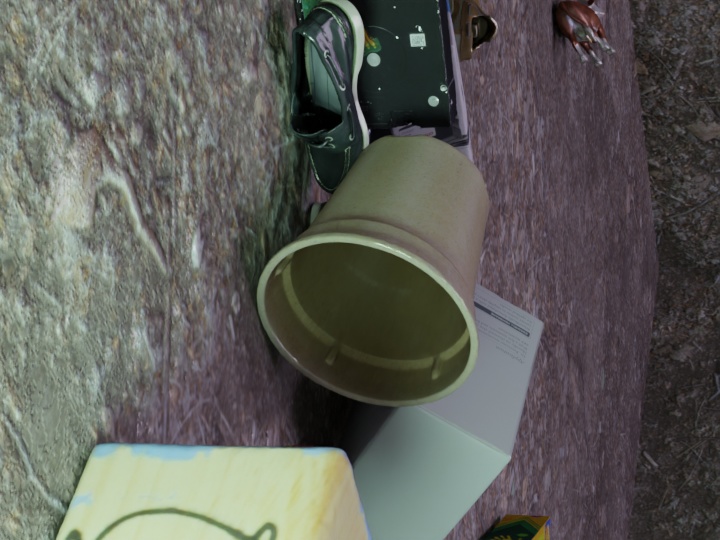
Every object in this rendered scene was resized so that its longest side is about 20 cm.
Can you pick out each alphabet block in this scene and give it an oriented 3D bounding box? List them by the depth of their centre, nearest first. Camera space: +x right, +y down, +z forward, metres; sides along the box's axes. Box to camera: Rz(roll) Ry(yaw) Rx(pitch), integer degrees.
[{"bbox_3d":[-0.099,0.253,1.187,0.201,0.193,0.198,-75,156,-45],"label":"alphabet block"}]

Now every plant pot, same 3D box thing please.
[{"bbox_3d":[0.031,-0.014,1.583,0.184,0.198,0.202,-66,152,-43],"label":"plant pot"}]

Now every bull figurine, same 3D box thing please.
[{"bbox_3d":[0.384,-0.413,3.044,0.122,0.065,0.200,59,23,8],"label":"bull figurine"}]

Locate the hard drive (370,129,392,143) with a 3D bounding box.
[{"bbox_3d":[0.033,-0.039,1.840,0.140,0.033,0.202,-106,-174,-61],"label":"hard drive"}]

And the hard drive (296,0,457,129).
[{"bbox_3d":[0.013,-0.230,1.653,0.038,0.138,0.202,-62,148,-59],"label":"hard drive"}]

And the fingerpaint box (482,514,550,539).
[{"bbox_3d":[0.218,0.460,2.507,0.167,0.073,0.202,-20,110,-72],"label":"fingerpaint box"}]

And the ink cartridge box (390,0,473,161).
[{"bbox_3d":[0.069,-0.184,1.898,0.145,0.083,0.201,-93,173,-53],"label":"ink cartridge box"}]

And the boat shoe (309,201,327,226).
[{"bbox_3d":[0.000,0.000,1.760,0.200,0.056,0.067,66,29,-55],"label":"boat shoe"}]

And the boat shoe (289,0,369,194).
[{"bbox_3d":[-0.036,-0.147,1.621,0.066,0.074,0.201,-35,144,-39],"label":"boat shoe"}]

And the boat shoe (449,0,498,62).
[{"bbox_3d":[0.132,-0.294,2.176,0.200,0.075,0.072,-65,151,-56],"label":"boat shoe"}]

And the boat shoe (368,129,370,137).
[{"bbox_3d":[0.012,-0.207,1.734,0.071,0.090,0.202,-46,134,-67],"label":"boat shoe"}]

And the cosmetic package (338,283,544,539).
[{"bbox_3d":[0.068,0.146,1.729,0.200,0.122,0.201,-56,-173,40],"label":"cosmetic package"}]

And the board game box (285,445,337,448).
[{"bbox_3d":[-0.067,0.259,1.539,0.200,0.056,0.167,-37,127,-70],"label":"board game box"}]
